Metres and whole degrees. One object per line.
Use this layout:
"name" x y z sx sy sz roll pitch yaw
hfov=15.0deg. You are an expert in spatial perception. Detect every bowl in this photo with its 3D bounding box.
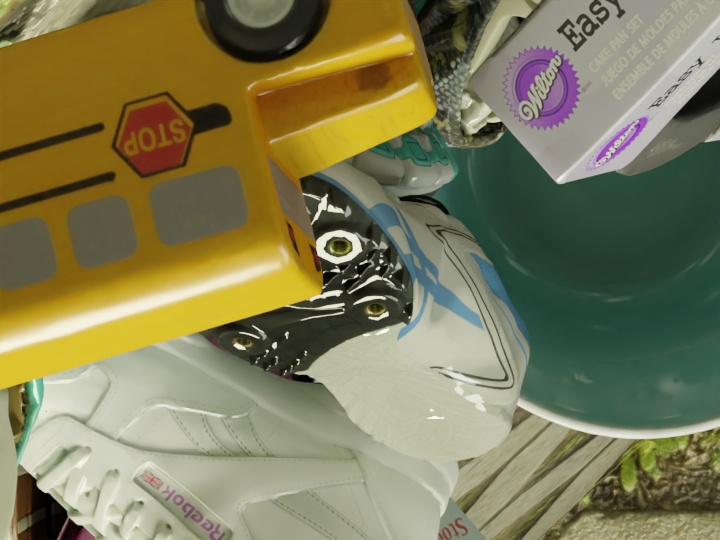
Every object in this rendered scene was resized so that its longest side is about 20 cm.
"bowl" 0.105 -0.043 1.084 0.201 0.201 0.105 -42 -171 3

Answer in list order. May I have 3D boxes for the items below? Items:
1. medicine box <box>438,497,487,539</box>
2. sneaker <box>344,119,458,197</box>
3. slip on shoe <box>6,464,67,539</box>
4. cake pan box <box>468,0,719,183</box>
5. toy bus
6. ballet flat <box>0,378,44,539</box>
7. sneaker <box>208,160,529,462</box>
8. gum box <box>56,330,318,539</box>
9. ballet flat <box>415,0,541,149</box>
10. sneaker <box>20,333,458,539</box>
"medicine box" -0.043 0.149 1.192 0.103 0.200 0.182 -30 164 -42
"sneaker" -0.047 -0.031 0.879 0.091 0.078 0.199 -44 159 29
"slip on shoe" -0.140 0.087 1.021 0.060 0.077 0.200 -2 177 3
"cake pan box" 0.142 -0.114 0.882 0.200 0.052 0.184 -46 164 25
"toy bus" -0.077 -0.018 0.678 0.199 0.079 0.065 -16 169 5
"ballet flat" -0.145 0.100 0.824 0.067 0.070 0.201 13 96 -40
"sneaker" 0.000 0.000 0.837 0.071 0.073 0.200 -8 157 17
"gum box" -0.050 0.060 1.020 0.114 0.066 0.201 81 32 -76
"ballet flat" 0.057 -0.103 0.933 0.072 0.072 0.201 -35 166 -28
"sneaker" -0.061 0.070 0.899 0.075 0.199 0.100 138 -32 -60
